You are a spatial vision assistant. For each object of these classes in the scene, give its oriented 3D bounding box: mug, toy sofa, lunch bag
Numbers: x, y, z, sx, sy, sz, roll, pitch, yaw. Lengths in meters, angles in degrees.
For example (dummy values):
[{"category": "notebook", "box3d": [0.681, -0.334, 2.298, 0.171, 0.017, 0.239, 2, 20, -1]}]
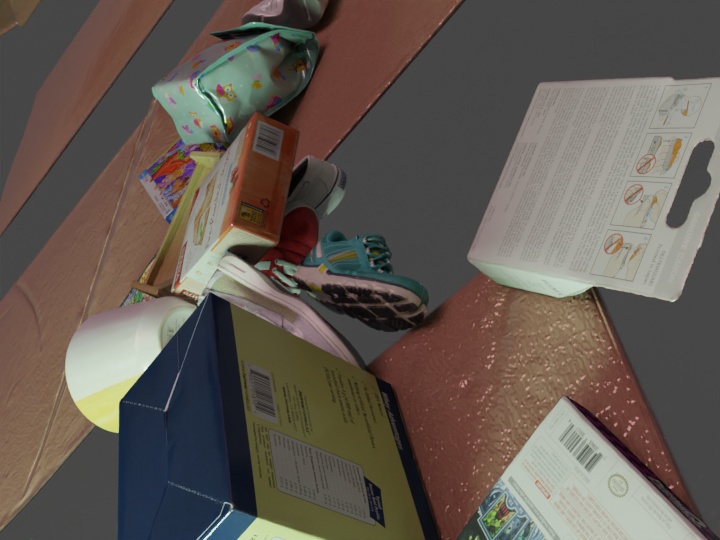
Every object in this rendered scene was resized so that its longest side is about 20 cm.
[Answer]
[{"category": "mug", "box3d": [-0.233, 0.116, 0.991, 0.151, 0.188, 0.150, -22, 20, 40]}, {"category": "toy sofa", "box3d": [-0.200, -0.043, 1.073, 0.082, 0.097, 0.204, 10, 75, 50]}, {"category": "lunch bag", "box3d": [-0.167, -0.273, 1.172, 0.200, 0.123, 0.169, -43, 28, -22]}]

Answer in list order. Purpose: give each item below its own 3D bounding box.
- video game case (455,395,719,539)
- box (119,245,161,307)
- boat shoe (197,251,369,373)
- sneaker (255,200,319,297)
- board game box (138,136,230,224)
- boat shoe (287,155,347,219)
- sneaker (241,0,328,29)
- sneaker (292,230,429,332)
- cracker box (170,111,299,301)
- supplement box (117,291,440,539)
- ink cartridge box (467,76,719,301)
[{"category": "video game case", "box3d": [0.128, 0.203, 0.491, 0.183, 0.035, 0.200, -56, 32, 9]}, {"category": "box", "box3d": [-0.292, 0.051, 1.192, 0.201, 0.037, 0.137, -53, 33, 14]}, {"category": "boat shoe", "box3d": [-0.075, 0.056, 0.802, 0.200, 0.074, 0.065, 34, 83, 27]}, {"category": "sneaker", "box3d": [-0.089, 0.032, 0.892, 0.203, 0.070, 0.113, -62, 28, 12]}, {"category": "board game box", "box3d": [-0.245, -0.139, 1.231, 0.134, 0.045, 0.200, -43, 33, -3]}, {"category": "boat shoe", "box3d": [-0.101, -0.071, 0.991, 0.199, 0.065, 0.075, -38, 39, 32]}, {"category": "sneaker", "box3d": [-0.103, -0.385, 1.244, 0.198, 0.071, 0.081, -5, 46, 50]}, {"category": "sneaker", "box3d": [0.000, 0.000, 0.794, 0.080, 0.077, 0.199, -56, 31, -9]}, {"category": "cracker box", "box3d": [-0.140, -0.060, 0.917, 0.199, 0.057, 0.137, -37, 39, 54]}, {"category": "supplement box", "box3d": [-0.064, 0.163, 0.638, 0.134, 0.198, 0.202, -45, 36, 22]}, {"category": "ink cartridge box", "box3d": [0.182, -0.058, 0.610, 0.198, 0.050, 0.164, 15, 78, 53]}]
